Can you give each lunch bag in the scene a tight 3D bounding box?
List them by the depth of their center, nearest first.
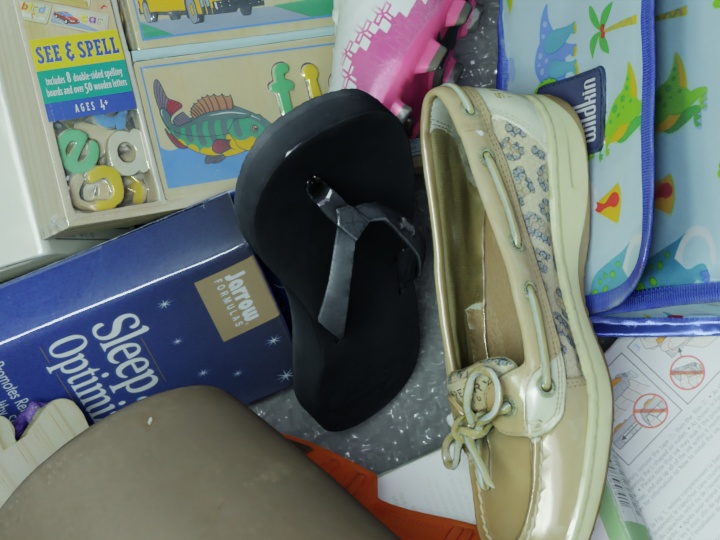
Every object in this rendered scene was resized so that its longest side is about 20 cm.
[{"bbox_3d":[0.147,-0.061,1.034,0.199,0.127,0.171,-4,78,28],"label":"lunch bag"}]

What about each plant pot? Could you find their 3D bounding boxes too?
[{"bbox_3d":[-0.048,0.144,0.905,0.200,0.200,0.175,-38,70,-2],"label":"plant pot"}]

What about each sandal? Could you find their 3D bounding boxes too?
[{"bbox_3d":[0.001,0.000,1.002,0.076,0.201,0.043,-37,57,-15],"label":"sandal"}]

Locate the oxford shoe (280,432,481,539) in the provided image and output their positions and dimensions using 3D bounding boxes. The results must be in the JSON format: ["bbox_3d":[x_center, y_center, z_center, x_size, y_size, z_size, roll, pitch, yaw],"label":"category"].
[{"bbox_3d":[0.022,0.140,1.003,0.199,0.071,0.073,29,116,18],"label":"oxford shoe"}]

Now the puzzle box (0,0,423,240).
[{"bbox_3d":[-0.057,-0.094,1.037,0.199,0.025,0.134,-12,85,-36],"label":"puzzle box"}]

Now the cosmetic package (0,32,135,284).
[{"bbox_3d":[-0.165,-0.092,1.049,0.073,0.103,0.201,-17,84,17],"label":"cosmetic package"}]

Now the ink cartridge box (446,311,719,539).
[{"bbox_3d":[0.162,0.081,1.074,0.161,0.050,0.200,-45,68,-2],"label":"ink cartridge box"}]

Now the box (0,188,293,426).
[{"bbox_3d":[-0.098,0.032,1.036,0.199,0.121,0.033,-23,59,-1],"label":"box"}]

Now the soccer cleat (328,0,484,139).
[{"bbox_3d":[0.014,-0.131,1.048,0.086,0.070,0.201,23,73,10],"label":"soccer cleat"}]

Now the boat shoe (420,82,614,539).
[{"bbox_3d":[0.054,0.024,0.991,0.062,0.073,0.201,9,68,-32],"label":"boat shoe"}]

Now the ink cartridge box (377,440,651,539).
[{"bbox_3d":[0.030,0.156,1.045,0.199,0.048,0.146,-25,74,14],"label":"ink cartridge box"}]

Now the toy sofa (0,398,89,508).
[{"bbox_3d":[-0.120,0.158,1.003,0.083,0.098,0.201,-31,94,43],"label":"toy sofa"}]
